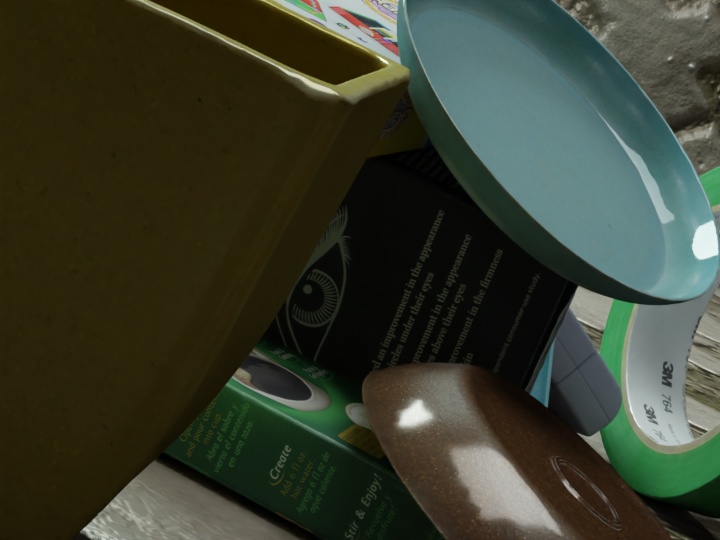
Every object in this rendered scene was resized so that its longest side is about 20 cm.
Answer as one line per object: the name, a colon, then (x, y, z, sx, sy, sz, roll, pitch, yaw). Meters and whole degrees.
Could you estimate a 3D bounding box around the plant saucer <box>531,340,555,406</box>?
plant saucer: (0.075, 0.012, 1.225, 0.069, 0.202, 0.019, 20, -26, -26)

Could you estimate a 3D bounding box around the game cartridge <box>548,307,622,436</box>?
game cartridge: (0.074, 0.005, 1.318, 0.201, 0.040, 0.133, 54, -5, -10)

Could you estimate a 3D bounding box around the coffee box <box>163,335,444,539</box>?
coffee box: (-0.037, 0.068, 1.001, 0.199, 0.044, 0.123, 27, 10, 9)

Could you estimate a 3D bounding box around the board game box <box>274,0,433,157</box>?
board game box: (-0.033, -0.107, 1.060, 0.152, 0.041, 0.199, 33, 23, 24)

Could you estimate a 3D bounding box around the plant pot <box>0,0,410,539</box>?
plant pot: (-0.116, -0.014, 0.770, 0.194, 0.201, 0.194, 25, 10, 4)

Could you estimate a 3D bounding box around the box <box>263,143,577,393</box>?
box: (0.000, 0.000, 1.099, 0.199, 0.149, 0.104, 27, 21, 8)

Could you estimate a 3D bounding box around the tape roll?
tape roll: (0.212, 0.040, 1.305, 0.048, 0.202, 0.200, 19, 11, -25)

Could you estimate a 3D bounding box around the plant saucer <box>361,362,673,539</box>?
plant saucer: (0.084, 0.104, 0.952, 0.200, 0.037, 0.201, 41, 13, -12)

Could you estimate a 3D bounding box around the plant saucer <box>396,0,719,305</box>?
plant saucer: (0.086, -0.061, 1.039, 0.199, 0.027, 0.201, 34, 33, -25)
